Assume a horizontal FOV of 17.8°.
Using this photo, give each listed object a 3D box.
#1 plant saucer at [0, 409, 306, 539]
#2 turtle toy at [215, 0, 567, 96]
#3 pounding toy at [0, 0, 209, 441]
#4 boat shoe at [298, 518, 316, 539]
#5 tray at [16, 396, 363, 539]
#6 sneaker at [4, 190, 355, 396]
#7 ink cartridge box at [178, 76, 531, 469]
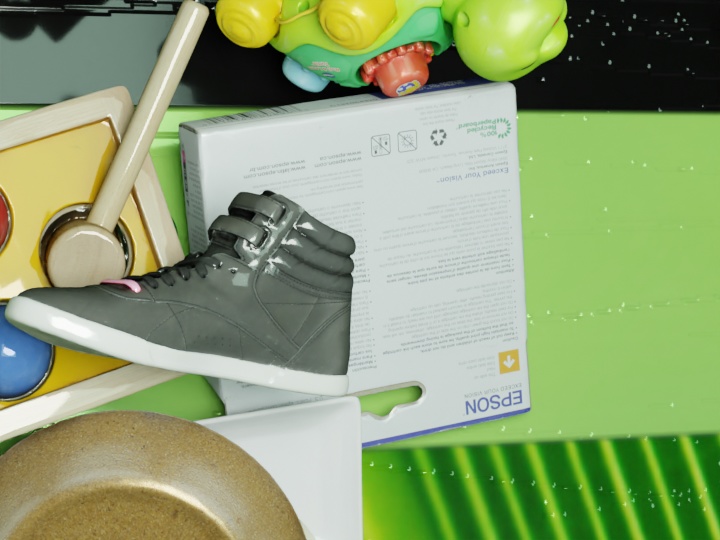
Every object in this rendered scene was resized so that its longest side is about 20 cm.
[{"bbox_3d":[-0.124,0.175,1.219,0.199,0.035,0.201,0,104,-1],"label":"plant saucer"},{"bbox_3d":[0.024,-0.154,1.293,0.146,0.199,0.101,-54,133,-32],"label":"turtle toy"},{"bbox_3d":[-0.162,-0.018,1.217,0.199,0.142,0.185,-19,91,-22],"label":"pounding toy"},{"bbox_3d":[-0.022,0.237,1.277,0.062,0.071,0.201,-19,99,-10],"label":"boat shoe"},{"bbox_3d":[-0.094,0.131,1.276,0.199,0.022,0.108,-8,110,-22],"label":"tray"},{"bbox_3d":[-0.085,0.002,1.165,0.199,0.071,0.100,11,90,-34],"label":"sneaker"},{"bbox_3d":[0.000,0.000,1.321,0.195,0.043,0.201,-10,107,-22],"label":"ink cartridge box"}]
